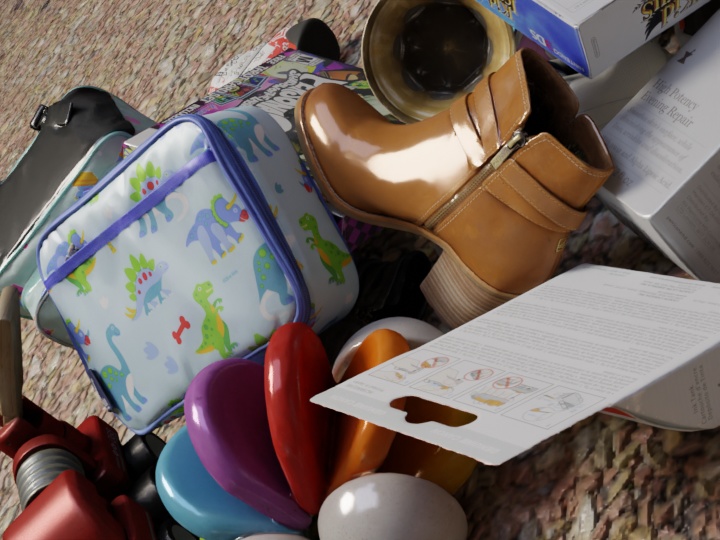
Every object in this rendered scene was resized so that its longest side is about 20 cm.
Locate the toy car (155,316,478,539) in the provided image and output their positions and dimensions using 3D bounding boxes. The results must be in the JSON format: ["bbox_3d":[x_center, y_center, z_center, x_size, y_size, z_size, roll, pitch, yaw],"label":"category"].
[{"bbox_3d":[-0.033,0.104,0.908,0.199,0.150,0.176,-31,34,27],"label":"toy car"}]

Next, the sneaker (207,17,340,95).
[{"bbox_3d":[-0.094,-0.125,1.346,0.107,0.067,0.202,-18,38,43],"label":"sneaker"}]

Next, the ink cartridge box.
[{"bbox_3d":[0.100,0.058,0.800,0.199,0.058,0.162,-29,21,-28],"label":"ink cartridge box"}]

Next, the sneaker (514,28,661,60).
[{"bbox_3d":[0.179,-0.204,1.080,0.200,0.081,0.088,-43,23,-2],"label":"sneaker"}]

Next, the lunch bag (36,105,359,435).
[{"bbox_3d":[-0.110,-0.002,0.997,0.199,0.162,0.082,-31,-7,37],"label":"lunch bag"}]

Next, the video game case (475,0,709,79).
[{"bbox_3d":[0.151,-0.217,0.966,0.180,0.046,0.200,-34,42,-9],"label":"video game case"}]

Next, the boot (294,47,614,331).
[{"bbox_3d":[0.051,-0.075,0.929,0.201,0.076,0.156,56,137,22],"label":"boot"}]

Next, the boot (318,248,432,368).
[{"bbox_3d":[0.000,0.000,1.087,0.131,0.070,0.202,-10,57,43],"label":"boot"}]

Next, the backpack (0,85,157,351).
[{"bbox_3d":[-0.167,-0.016,1.179,0.176,0.199,0.153,-52,49,9],"label":"backpack"}]

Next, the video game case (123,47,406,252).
[{"bbox_3d":[-0.033,-0.087,1.088,0.180,0.036,0.200,20,36,27],"label":"video game case"}]

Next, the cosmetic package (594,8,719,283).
[{"bbox_3d":[0.225,-0.096,0.887,0.200,0.074,0.102,-48,30,3],"label":"cosmetic package"}]

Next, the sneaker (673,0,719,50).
[{"bbox_3d":[0.253,-0.197,0.973,0.081,0.077,0.201,-1,54,42],"label":"sneaker"}]

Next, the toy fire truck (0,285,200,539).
[{"bbox_3d":[-0.196,0.129,1.037,0.129,0.200,0.176,-44,30,8],"label":"toy fire truck"}]

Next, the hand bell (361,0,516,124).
[{"bbox_3d":[0.071,-0.164,1.130,0.104,0.104,0.200,-37,3,17],"label":"hand bell"}]

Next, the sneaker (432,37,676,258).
[{"bbox_3d":[0.114,-0.084,1.004,0.200,0.087,0.075,-46,31,5],"label":"sneaker"}]
